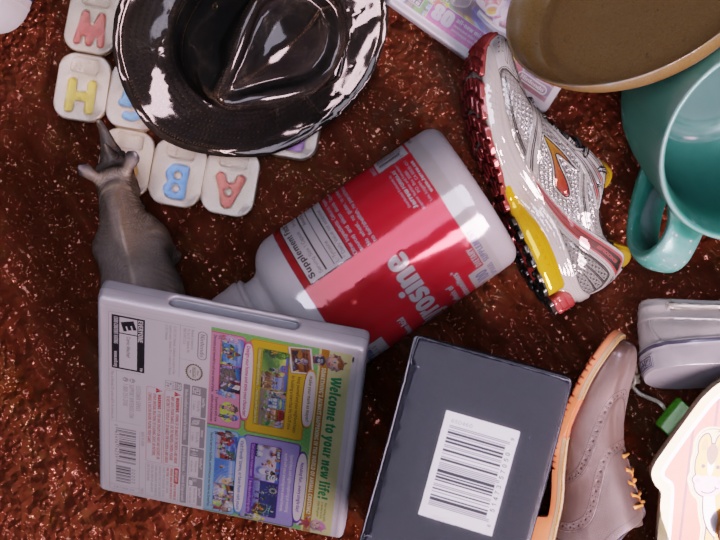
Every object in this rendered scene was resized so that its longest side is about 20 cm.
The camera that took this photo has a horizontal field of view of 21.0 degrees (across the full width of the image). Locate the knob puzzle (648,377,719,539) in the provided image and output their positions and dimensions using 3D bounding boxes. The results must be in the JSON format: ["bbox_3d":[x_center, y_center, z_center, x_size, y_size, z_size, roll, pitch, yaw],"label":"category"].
[{"bbox_3d":[0.294,0.145,1.316,0.217,0.030,0.222,0,100,-1],"label":"knob puzzle"}]

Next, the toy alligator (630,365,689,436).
[{"bbox_3d":[0.247,0.127,1.364,0.200,0.054,0.059,42,90,4],"label":"toy alligator"}]

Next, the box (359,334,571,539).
[{"bbox_3d":[0.071,0.128,1.303,0.106,0.200,0.150,15,88,5],"label":"box"}]

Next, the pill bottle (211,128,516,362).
[{"bbox_3d":[0.000,0.000,1.357,0.199,0.112,0.113,-34,86,2],"label":"pill bottle"}]

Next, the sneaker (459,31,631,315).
[{"bbox_3d":[0.128,-0.075,1.370,0.082,0.078,0.201,-25,103,-5],"label":"sneaker"}]

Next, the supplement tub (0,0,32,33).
[{"bbox_3d":[-0.283,-0.254,1.369,0.143,0.144,0.202,21,89,4],"label":"supplement tub"}]

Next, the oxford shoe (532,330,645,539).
[{"bbox_3d":[0.170,0.143,1.356,0.072,0.071,0.202,16,99,21],"label":"oxford shoe"}]

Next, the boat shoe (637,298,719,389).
[{"bbox_3d":[0.290,0.042,1.362,0.198,0.072,0.066,-5,68,1],"label":"boat shoe"}]

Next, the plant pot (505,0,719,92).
[{"bbox_3d":[0.192,-0.188,1.305,0.199,0.200,0.028,-35,128,2],"label":"plant pot"}]

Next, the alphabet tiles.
[{"bbox_3d":[-0.122,-0.145,1.419,0.198,0.015,0.198,10,89,3],"label":"alphabet tiles"}]

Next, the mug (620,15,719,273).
[{"bbox_3d":[0.241,-0.106,1.330,0.184,0.115,0.153,-28,125,3],"label":"mug"}]

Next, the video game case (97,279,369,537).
[{"bbox_3d":[-0.091,0.098,1.337,0.180,0.201,0.022,11,44,4],"label":"video game case"}]

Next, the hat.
[{"bbox_3d":[-0.066,-0.153,1.334,0.199,0.081,0.202,-7,117,-14],"label":"hat"}]

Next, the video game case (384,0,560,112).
[{"bbox_3d":[0.128,-0.235,1.384,0.143,0.018,0.201,33,90,-14],"label":"video game case"}]

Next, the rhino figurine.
[{"bbox_3d":[-0.159,-0.010,1.378,0.059,0.087,0.202,-13,88,4],"label":"rhino figurine"}]
